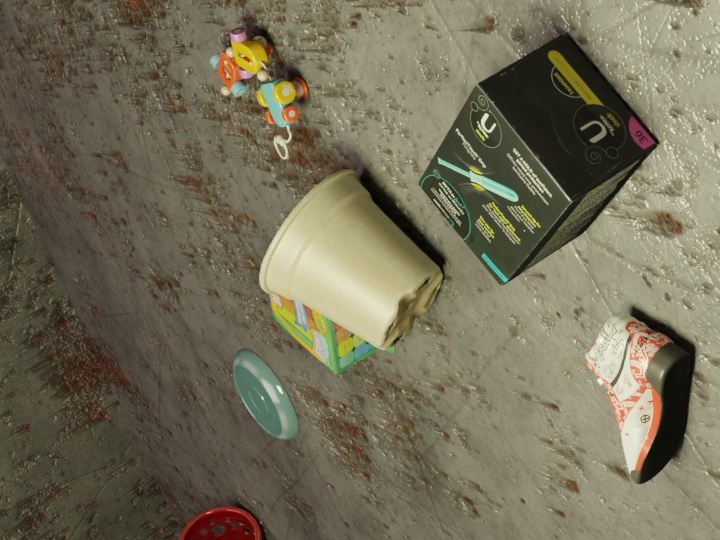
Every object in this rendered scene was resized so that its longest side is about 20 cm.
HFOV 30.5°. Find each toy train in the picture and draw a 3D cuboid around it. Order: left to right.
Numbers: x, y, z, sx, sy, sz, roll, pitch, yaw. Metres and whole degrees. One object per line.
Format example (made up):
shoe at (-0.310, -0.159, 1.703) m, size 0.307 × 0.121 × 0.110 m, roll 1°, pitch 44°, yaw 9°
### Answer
toy train at (-0.134, -0.259, 1.837) m, size 0.200 × 0.055 × 0.150 m, roll 51°, pitch 156°, yaw 22°

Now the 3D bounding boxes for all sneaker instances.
sneaker at (0.301, 0.137, 1.460) m, size 0.108 × 0.067 × 0.202 m, roll 39°, pitch 145°, yaw 37°

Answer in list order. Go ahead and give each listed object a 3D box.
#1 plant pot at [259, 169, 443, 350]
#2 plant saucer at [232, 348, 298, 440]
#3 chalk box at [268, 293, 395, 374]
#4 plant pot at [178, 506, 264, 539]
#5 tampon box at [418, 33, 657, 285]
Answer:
plant pot at (0.000, 0.000, 1.742) m, size 0.183 × 0.200 × 0.201 m, roll 37°, pitch 149°, yaw 17°
plant saucer at (-0.188, 0.243, 2.527) m, size 0.200 × 0.027 × 0.201 m, roll 43°, pitch 150°, yaw 32°
chalk box at (-0.028, 0.053, 1.901) m, size 0.200 × 0.124 × 0.125 m, roll 38°, pitch 149°, yaw 37°
plant pot at (-0.304, 0.669, 3.026) m, size 0.200 × 0.200 × 0.183 m, roll 38°, pitch 157°, yaw 37°
tampon box at (0.175, -0.108, 1.343) m, size 0.150 × 0.126 × 0.200 m, roll 52°, pitch 154°, yaw 12°
